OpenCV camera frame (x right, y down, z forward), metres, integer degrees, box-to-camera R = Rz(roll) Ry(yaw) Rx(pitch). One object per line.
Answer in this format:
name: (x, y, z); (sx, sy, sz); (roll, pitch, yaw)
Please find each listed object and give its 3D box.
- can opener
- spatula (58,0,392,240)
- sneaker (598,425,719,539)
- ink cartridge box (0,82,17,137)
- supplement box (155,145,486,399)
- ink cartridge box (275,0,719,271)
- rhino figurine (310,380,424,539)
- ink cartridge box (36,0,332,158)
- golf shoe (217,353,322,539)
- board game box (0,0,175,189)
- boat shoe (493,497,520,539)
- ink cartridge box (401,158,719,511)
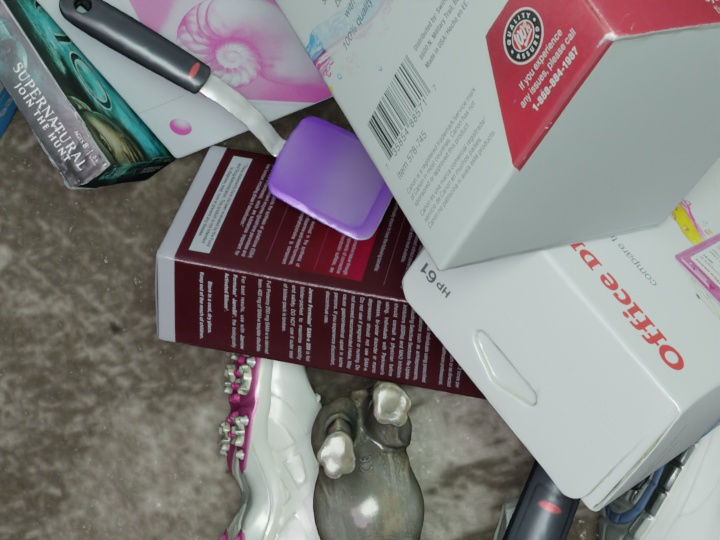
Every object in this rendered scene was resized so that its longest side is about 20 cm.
can opener: (0.100, 0.119, 0.871); (0.078, 0.063, 0.202); (25, 82, 15)
spatula: (-0.069, -0.087, 0.874); (0.199, 0.021, 0.057); (34, 64, -11)
sneaker: (0.171, 0.160, 0.927); (0.086, 0.075, 0.202); (17, 99, -13)
ink cartridge box: (-0.275, -0.121, 0.892); (0.144, 0.200, 0.084); (35, 100, 4)
supplement box: (0.000, 0.000, 0.903); (0.197, 0.109, 0.061); (10, 128, 8)
ink cartridge box: (0.068, -0.130, 0.727); (0.201, 0.143, 0.146); (59, 139, 23)
rhino figurine: (0.008, 0.157, 0.890); (0.059, 0.087, 0.203); (-5, 91, -5)
ink cartridge box: (-0.074, -0.163, 0.857); (0.198, 0.044, 0.197); (-19, 128, 31)
golf shoe: (-0.034, 0.114, 0.953); (0.090, 0.075, 0.203); (1, 94, -14)
board game box: (-0.179, -0.135, 0.909); (0.028, 0.135, 0.201); (-33, 90, 10)
boat shoe: (0.062, 0.220, 0.938); (0.068, 0.075, 0.203); (11, 98, 2)
ink cartridge box: (0.138, 0.006, 0.822); (0.145, 0.199, 0.085); (49, 134, 16)
